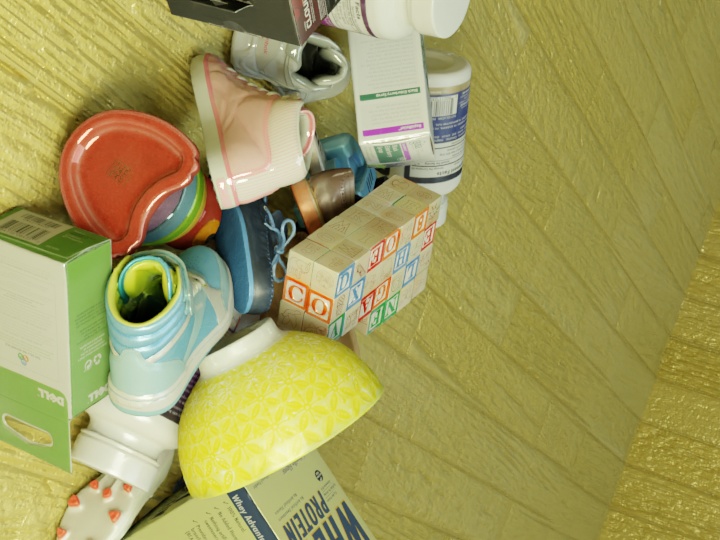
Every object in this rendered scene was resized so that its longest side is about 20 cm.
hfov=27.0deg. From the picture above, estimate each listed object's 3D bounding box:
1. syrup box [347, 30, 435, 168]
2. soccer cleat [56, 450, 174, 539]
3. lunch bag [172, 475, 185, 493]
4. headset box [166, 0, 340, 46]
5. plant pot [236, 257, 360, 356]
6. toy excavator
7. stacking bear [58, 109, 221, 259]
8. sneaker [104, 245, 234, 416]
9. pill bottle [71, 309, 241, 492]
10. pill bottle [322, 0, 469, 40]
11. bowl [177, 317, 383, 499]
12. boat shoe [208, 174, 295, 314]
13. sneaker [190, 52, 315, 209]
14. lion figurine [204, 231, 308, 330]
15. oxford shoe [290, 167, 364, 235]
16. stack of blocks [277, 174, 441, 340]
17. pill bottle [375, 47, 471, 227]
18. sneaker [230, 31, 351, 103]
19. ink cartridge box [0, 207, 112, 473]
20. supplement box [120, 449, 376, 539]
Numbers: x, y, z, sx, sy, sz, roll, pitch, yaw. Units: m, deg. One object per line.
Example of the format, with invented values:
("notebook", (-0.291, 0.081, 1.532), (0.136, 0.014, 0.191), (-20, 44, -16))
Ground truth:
("syrup box", (0.031, -0.219, 1.605), (0.079, 0.080, 0.202), (61, 24, -73))
("soccer cleat", (-0.230, 0.213, 1.477), (0.201, 0.069, 0.078), (-62, 155, -27))
("lunch bag", (-0.132, 0.313, 1.650), (0.132, 0.135, 0.202), (-8, 116, -61))
("headset box", (-0.080, -0.294, 1.367), (0.200, 0.148, 0.078), (-53, 147, -34))
("plant pot", (-0.105, 0.092, 1.572), (0.093, 0.201, 0.201), (-35, -175, 44))
("toy excavator", (-0.043, -0.111, 1.605), (0.195, 0.099, 0.202), (-74, 145, -66))
("stacking bear", (-0.183, -0.069, 1.350), (0.122, 0.113, 0.200), (-50, 165, 2))
("sneaker", (-0.159, 0.015, 1.281), (0.201, 0.079, 0.132), (-71, 168, -49))
("pill bottle", (-0.197, 0.100, 1.418), (0.202, 0.110, 0.111), (-67, 154, -12))
("pill bottle", (0.005, -0.291, 1.478), (0.112, 0.198, 0.113), (-41, 140, -47))
("bowl", (-0.089, 0.108, 1.350), (0.200, 0.199, 0.108), (-34, 98, -52))
("boat shoe", (-0.097, -0.042, 1.418), (0.084, 0.068, 0.201), (120, -31, -42))
("sneaker", (-0.096, -0.139, 1.378), (0.201, 0.104, 0.076), (-107, 180, -48))
("lion figurine", (-0.088, 0.020, 1.503), (0.072, 0.201, 0.122), (-38, 161, 26))
("oxford shoe", (-0.010, -0.029, 1.563), (0.072, 0.072, 0.201), (-23, 142, 0))
("stack of blocks", (0.000, 0.000, 1.476), (0.200, 0.058, 0.116), (-37, 145, -49))
("pill bottle", (0.070, -0.155, 1.792), (0.111, 0.110, 0.202), (-34, 135, -52))
("sneaker", (-0.049, -0.206, 1.537), (0.199, 0.099, 0.079), (4, 103, -64))
("ink cartridge box", (-0.265, 0.058, 1.266), (0.059, 0.103, 0.202), (-34, 134, -51))
("supplement box", (-0.106, 0.292, 1.465), (0.201, 0.199, 0.134), (56, 29, -2))
